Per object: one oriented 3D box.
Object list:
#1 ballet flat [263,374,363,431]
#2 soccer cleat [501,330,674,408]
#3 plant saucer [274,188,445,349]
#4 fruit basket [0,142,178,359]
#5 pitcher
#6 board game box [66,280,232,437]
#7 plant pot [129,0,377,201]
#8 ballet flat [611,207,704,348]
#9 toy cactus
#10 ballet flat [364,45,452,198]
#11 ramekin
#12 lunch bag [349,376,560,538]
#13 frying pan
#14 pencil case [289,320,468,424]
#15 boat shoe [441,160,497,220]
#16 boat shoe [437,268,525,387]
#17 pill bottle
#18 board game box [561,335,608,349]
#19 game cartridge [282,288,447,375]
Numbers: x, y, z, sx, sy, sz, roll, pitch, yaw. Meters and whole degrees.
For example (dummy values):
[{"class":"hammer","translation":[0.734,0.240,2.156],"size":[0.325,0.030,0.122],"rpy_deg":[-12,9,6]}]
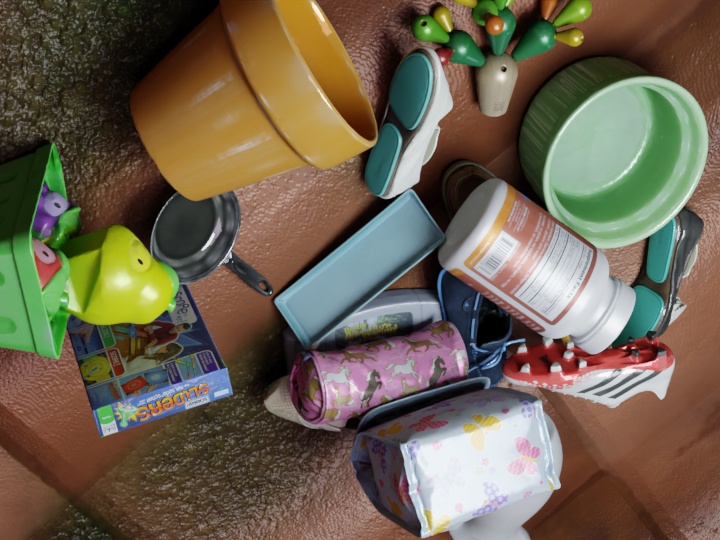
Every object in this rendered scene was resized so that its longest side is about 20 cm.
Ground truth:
[{"class":"ballet flat","translation":[-0.008,0.152,1.626],"size":[0.198,0.062,0.068],"rpy_deg":[4,117,-23]},{"class":"soccer cleat","translation":[0.260,0.121,1.657],"size":[0.197,0.069,0.086],"rpy_deg":[-6,124,-2]},{"class":"plant saucer","translation":[0.000,0.000,1.573],"size":[0.199,0.070,0.019],"rpy_deg":[-39,166,15]},{"class":"fruit basket","translation":[-0.276,-0.014,1.378],"size":[0.213,0.216,0.157],"rpy_deg":[-14,123,-14]},{"class":"pitcher","translation":[0.150,0.256,1.770],"size":[0.169,0.122,0.201],"rpy_deg":[7,128,-8]},{"class":"board game box","translation":[-0.218,0.077,1.456],"size":[0.134,0.200,0.035],"rpy_deg":[-17,124,-11]},{"class":"plant pot","translation":[-0.110,-0.163,1.381],"size":[0.182,0.201,0.201],"rpy_deg":[-29,126,14]},{"class":"ballet flat","translation":[0.365,0.019,1.743],"size":[0.068,0.068,0.202],"rpy_deg":[1,118,-33]},{"class":"toy cactus","translation":[0.151,-0.233,1.504],"size":[0.198,0.102,0.166],"rpy_deg":[-18,134,-22]},{"class":"ballet flat","translation":[0.058,-0.157,1.502],"size":[0.069,0.070,0.201],"rpy_deg":[-1,139,-21]},{"class":"ramekin","translation":[0.271,-0.135,1.595],"size":[0.198,0.098,0.202],"rpy_deg":[-10,121,-16]},{"class":"lunch bag","translation":[0.089,0.190,1.545],"size":[0.168,0.200,0.129],"rpy_deg":[-16,95,-16]},{"class":"frying pan","translation":[-0.147,-0.038,1.520],"size":[0.189,0.031,0.116],"rpy_deg":[8,106,-49]},{"class":"pencil case","translation":[0.022,0.110,1.585],"size":[0.198,0.083,0.088],"rpy_deg":[-9,85,-28]},{"class":"boat shoe","translation":[0.157,-0.036,1.623],"size":[0.072,0.068,0.201],"rpy_deg":[-34,124,1]},{"class":"boat shoe","translation":[0.138,0.071,1.654],"size":[0.084,0.068,0.201],"rpy_deg":[-54,142,-22]},{"class":"pill bottle","translation":[0.190,0.000,1.542],"size":[0.199,0.112,0.113],"rpy_deg":[34,103,-12]},{"class":"board game box","translation":[0.247,0.030,1.688],"size":[0.030,0.096,0.201],"rpy_deg":[-3,133,29]},{"class":"game cartridge","translation":[0.012,0.091,1.659],"size":[0.198,0.041,0.134],"rpy_deg":[-14,118,-15]}]
